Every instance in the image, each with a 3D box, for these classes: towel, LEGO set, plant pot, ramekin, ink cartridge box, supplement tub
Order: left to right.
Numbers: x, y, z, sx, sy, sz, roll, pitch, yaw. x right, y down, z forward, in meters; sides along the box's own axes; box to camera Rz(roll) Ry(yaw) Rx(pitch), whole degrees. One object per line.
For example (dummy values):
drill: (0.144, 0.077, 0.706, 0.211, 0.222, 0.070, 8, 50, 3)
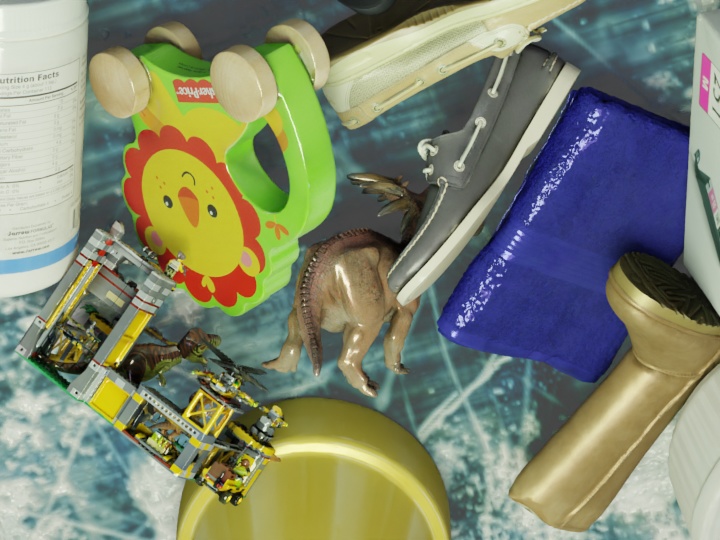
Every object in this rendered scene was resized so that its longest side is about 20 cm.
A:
supplement tub: (-0.244, -0.096, 1.431, 0.131, 0.132, 0.202, 4, 114, -2)
LEGO set: (-0.123, 0.053, 1.473, 0.200, 0.154, 0.116, 36, 93, 27)
plant pot: (-0.034, 0.218, 1.539, 0.199, 0.189, 0.203, 0, 113, 0)
towel: (0.152, -0.024, 1.495, 0.147, 0.050, 0.201, 17, 115, -35)
ink cartridge box: (0.259, -0.038, 1.387, 0.043, 0.174, 0.201, -11, 127, -11)
ramekin: (0.304, 0.128, 1.519, 0.201, 0.094, 0.204, -12, 131, -14)

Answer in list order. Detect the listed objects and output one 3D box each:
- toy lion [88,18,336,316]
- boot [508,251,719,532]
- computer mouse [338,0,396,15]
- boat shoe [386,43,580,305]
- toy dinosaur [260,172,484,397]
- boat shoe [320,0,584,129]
toy lion: (-0.089, -0.061, 1.433, 0.199, 0.068, 0.193, 5, 118, 47)
boot: (0.171, 0.091, 1.513, 0.175, 0.066, 0.200, 19, 117, -48)
computer mouse: (-0.014, -0.261, 1.415, 0.058, 0.034, 0.202, -6, 110, 21)
boat shoe: (0.067, -0.068, 1.443, 0.063, 0.073, 0.201, 35, 75, 3)
toy dinosaur: (0.000, 0.000, 1.465, 0.085, 0.200, 0.137, 21, 115, 23)
boat shoe: (0.065, -0.153, 1.438, 0.199, 0.073, 0.063, -22, 119, 13)
